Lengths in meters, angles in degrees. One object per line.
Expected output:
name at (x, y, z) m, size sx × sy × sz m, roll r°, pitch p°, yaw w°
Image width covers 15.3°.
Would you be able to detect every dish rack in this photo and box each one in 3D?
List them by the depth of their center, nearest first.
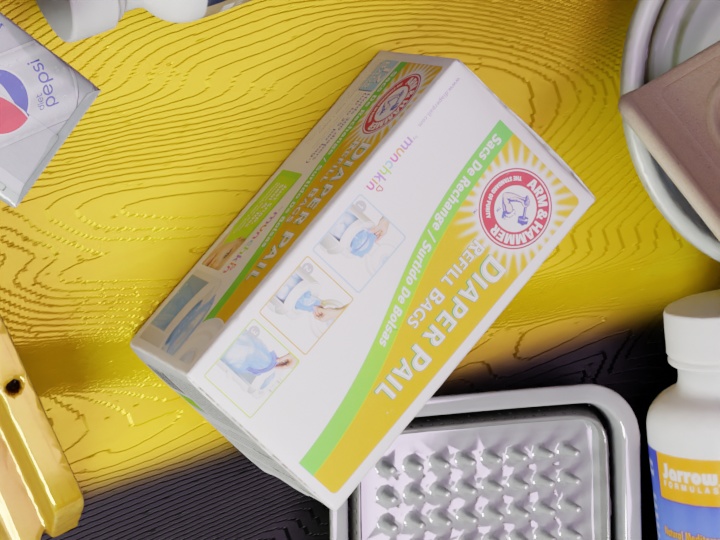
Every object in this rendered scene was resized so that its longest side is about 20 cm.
dish rack at (0.061, 0.159, 1.373) m, size 0.171 × 0.044 × 0.201 m, roll -4°, pitch 98°, yaw -18°

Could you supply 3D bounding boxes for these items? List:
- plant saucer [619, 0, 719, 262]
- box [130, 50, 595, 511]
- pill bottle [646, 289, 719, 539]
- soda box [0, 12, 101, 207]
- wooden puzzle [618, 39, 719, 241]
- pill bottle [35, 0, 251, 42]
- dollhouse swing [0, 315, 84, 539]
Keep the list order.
plant saucer at (0.219, -0.098, 1.391) m, size 0.199 × 0.050 × 0.201 m, roll -3°, pitch 98°, yaw -18°
box at (0.000, 0.000, 1.296) m, size 0.101 × 0.112 × 0.200 m, roll 43°, pitch 81°, yaw -19°
pill bottle at (0.206, 0.113, 1.380) m, size 0.111 × 0.112 × 0.201 m, roll -11°, pitch 100°, yaw -17°
soda box at (-0.177, -0.081, 1.177) m, size 0.068 × 0.200 × 0.064 m, roll 37°, pitch 86°, yaw -19°
wooden puzzle at (0.253, -0.054, 1.322) m, size 0.199 × 0.046 × 0.186 m, roll -28°, pitch 67°, yaw -17°
pill bottle at (-0.062, -0.184, 1.250) m, size 0.199 × 0.116 × 0.116 m, roll -22°, pitch 103°, yaw -14°
dollhouse swing at (-0.226, 0.108, 1.198) m, size 0.199 × 0.176 × 0.183 m, roll -27°, pitch 104°, yaw -15°
